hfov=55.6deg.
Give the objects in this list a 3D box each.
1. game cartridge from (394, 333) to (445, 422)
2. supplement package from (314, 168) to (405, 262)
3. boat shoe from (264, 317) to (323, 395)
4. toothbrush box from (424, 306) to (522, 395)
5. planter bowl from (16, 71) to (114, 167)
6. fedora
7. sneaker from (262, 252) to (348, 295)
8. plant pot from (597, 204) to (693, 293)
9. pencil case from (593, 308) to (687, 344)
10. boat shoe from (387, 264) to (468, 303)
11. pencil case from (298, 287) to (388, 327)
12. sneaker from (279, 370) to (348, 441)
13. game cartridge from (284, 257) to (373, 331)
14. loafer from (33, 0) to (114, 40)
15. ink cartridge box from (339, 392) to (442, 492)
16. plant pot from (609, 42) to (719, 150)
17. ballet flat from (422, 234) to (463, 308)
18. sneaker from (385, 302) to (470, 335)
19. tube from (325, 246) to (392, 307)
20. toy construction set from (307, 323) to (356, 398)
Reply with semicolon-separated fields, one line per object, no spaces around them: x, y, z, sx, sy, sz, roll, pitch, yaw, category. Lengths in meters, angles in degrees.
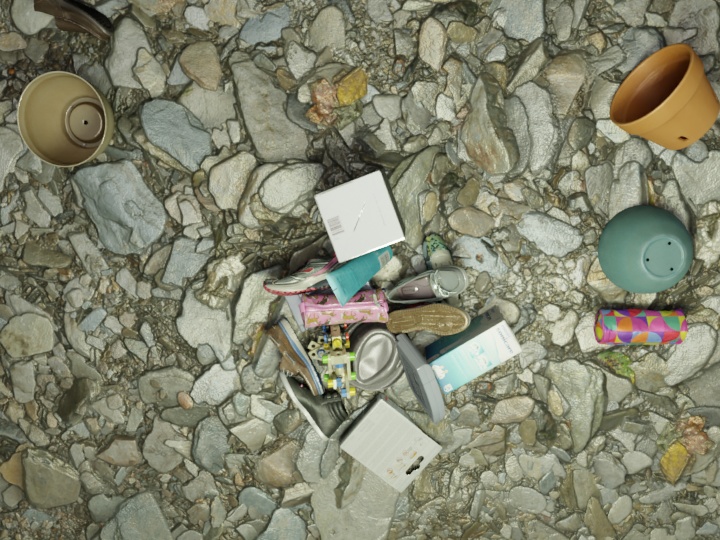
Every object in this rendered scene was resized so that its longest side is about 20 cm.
0.138;0.248;1.536;0.041;0.133;0.201;-25;131;-6;game cartridge
0.005;-0.124;1.488;0.150;0.200;0.153;-20;97;7;supplement package
-0.156;0.214;1.605;0.072;0.072;0.201;-30;75;-6;boat shoe
0.252;0.178;1.550;0.199;0.146;0.086;-33;96;7;toothbrush box
-0.638;-0.334;1.530;0.198;0.135;0.202;0;99;3;planter bowl
0.030;0.201;1.596;0.176;0.090;0.201;35;100;-2;fedora
-0.122;0.012;1.538;0.198;0.081;0.075;-12;84;-2;sneaker
0.638;-0.038;1.495;0.198;0.135;0.202;1;99;4;plant pot
0.635;0.127;1.551;0.198;0.088;0.089;0;99;2;pencil case
0.150;0.038;1.527;0.201;0.065;0.075;-11;100;41;boat shoe
-0.038;0.083;1.522;0.198;0.083;0.087;-3;131;-5;pencil case
-0.106;0.301;1.638;0.099;0.071;0.201;-37;92;-2;sneaker
-0.076;0.045;1.598;0.199;0.041;0.134;-24;101;7;game cartridge
-0.644;-0.566;1.532;0.199;0.073;0.071;31;111;3;loafer
0.073;0.418;1.659;0.200;0.050;0.162;39;99;-11;ink cartridge box
0.645;-0.347;1.426;0.140;0.200;0.201;34;100;-19;plant pot
0.196;0.014;1.565;0.074;0.074;0.202;-16;100;6;ballet flat
0.168;0.104;1.543;0.199;0.112;0.072;-3;94;31;sneaker
0.000;0.000;1.515;0.050;0.200;0.078;-27;98;45;tube
-0.058;0.189;1.552;0.091;0.200;0.132;-12;112;-17;toy construction set
